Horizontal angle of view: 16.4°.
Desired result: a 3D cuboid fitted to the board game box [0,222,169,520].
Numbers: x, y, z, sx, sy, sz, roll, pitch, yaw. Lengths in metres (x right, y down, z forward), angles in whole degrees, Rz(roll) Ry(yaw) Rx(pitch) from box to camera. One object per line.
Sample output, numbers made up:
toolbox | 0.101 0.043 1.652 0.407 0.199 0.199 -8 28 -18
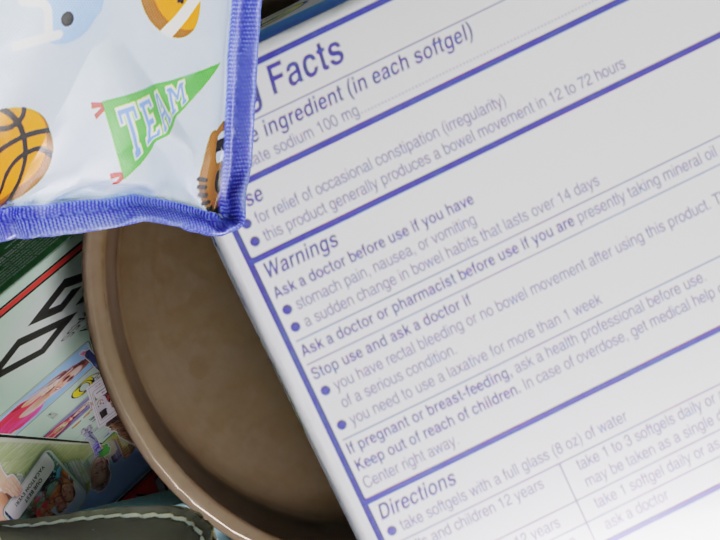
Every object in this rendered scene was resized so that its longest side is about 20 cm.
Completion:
board game box | -0.104 0.059 0.824 0.200 0.029 0.135 -43 128 -34

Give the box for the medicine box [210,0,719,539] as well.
medicine box | 0.057 -0.006 0.755 0.182 0.103 0.200 -26 97 -3

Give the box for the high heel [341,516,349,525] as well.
high heel | 0.010 0.147 0.917 0.143 0.071 0.200 -44 144 -18

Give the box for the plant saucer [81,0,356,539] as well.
plant saucer | 0.000 0.000 0.829 0.200 0.029 0.201 1 87 -24

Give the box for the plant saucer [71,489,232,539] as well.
plant saucer | -0.052 0.100 0.858 0.200 0.019 0.070 -4 121 -61

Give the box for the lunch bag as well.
lunch bag | -0.114 -0.119 0.660 0.124 0.170 0.201 -3 104 -47

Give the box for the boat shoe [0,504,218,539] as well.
boat shoe | -0.124 0.094 0.667 0.201 0.072 0.060 -12 116 -25
